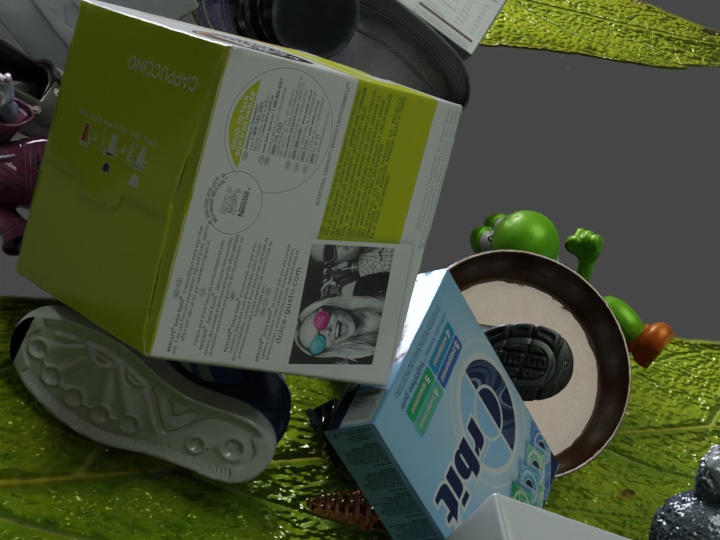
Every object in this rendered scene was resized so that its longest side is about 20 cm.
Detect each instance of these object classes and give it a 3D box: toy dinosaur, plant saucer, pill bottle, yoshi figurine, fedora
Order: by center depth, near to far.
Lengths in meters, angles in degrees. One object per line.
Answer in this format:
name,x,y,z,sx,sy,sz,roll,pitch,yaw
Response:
toy dinosaur,0.029,0.145,1.259,0.136,0.102,0.200,65,13,8
plant saucer,0.129,0.082,1.419,0.200,0.034,0.200,5,72,-14
yoshi figurine,0.179,0.020,1.497,0.200,0.112,0.112,43,36,10
pill bottle,-0.079,-0.249,1.547,0.112,0.112,0.200,22,5,-28
fedora,0.011,-0.185,1.612,0.177,0.090,0.200,40,-10,-13

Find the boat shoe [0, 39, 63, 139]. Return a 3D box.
boat shoe,-0.277,-0.151,1.328,0.200,0.057,0.067,20,36,-31

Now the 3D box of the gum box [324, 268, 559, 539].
gum box,0.065,0.129,1.222,0.200,0.045,0.170,60,36,-26

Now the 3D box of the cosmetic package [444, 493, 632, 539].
cosmetic package,0.131,0.281,1.112,0.200,0.167,0.166,23,36,-29

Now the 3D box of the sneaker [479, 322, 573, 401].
sneaker,0.072,0.070,1.353,0.200,0.076,0.091,13,-6,12

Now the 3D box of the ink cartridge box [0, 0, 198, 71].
ink cartridge box,-0.252,-0.283,1.396,0.200,0.145,0.145,60,1,29

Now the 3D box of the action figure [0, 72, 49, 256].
action figure,-0.230,-0.080,1.244,0.200,0.134,0.149,0,9,-15

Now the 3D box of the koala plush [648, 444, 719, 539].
koala plush,0.316,0.241,1.386,0.200,0.177,0.184,27,21,-20

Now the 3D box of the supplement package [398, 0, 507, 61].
supplement package,0.042,-0.276,1.691,0.156,0.200,0.111,35,73,-10

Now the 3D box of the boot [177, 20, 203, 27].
boot,-0.176,-0.152,1.458,0.166,0.072,0.200,16,38,-16

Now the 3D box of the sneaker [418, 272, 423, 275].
sneaker,0.000,0.000,1.406,0.200,0.095,0.079,10,40,-43

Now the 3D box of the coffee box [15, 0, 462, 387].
coffee box,-0.086,-0.054,1.136,0.198,0.200,0.200,10,10,-39

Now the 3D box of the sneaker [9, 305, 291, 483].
sneaker,-0.142,0.067,1.191,0.200,0.081,0.146,27,19,-7
